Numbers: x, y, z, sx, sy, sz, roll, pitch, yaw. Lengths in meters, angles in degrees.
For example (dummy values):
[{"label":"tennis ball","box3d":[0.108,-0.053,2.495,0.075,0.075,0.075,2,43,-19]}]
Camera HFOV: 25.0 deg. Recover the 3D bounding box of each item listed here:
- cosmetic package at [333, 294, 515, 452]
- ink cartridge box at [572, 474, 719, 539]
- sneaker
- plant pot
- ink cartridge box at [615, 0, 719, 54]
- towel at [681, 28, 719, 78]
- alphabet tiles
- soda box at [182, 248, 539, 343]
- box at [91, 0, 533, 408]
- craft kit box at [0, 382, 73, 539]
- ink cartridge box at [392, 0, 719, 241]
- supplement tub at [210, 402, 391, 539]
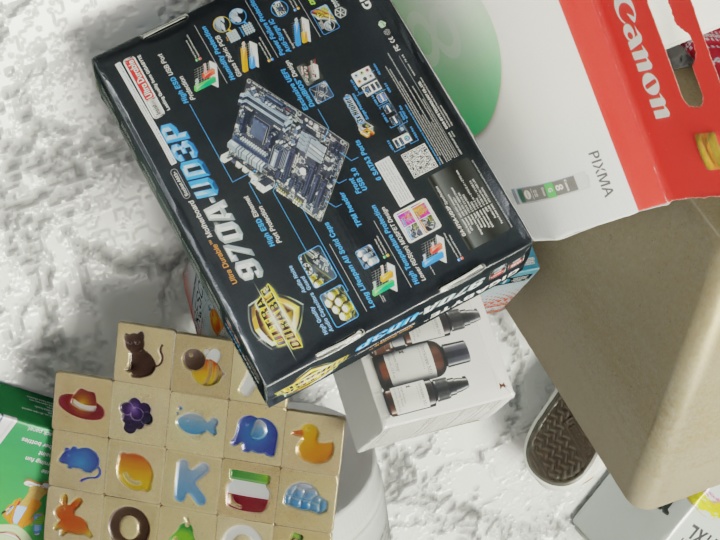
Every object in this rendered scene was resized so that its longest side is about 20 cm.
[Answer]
[{"label":"cosmetic package","box3d":[0.011,-0.010,0.890,0.082,0.202,0.051,-11,163,-24]},{"label":"ink cartridge box","box3d":[0.275,0.156,1.190,0.145,0.083,0.201,32,99,-38]},{"label":"sneaker","box3d":[0.179,0.063,1.109,0.201,0.073,0.085,-52,163,-3]},{"label":"plant pot","box3d":[0.214,-0.014,0.957,0.198,0.201,0.178,-15,141,-19]},{"label":"ink cartridge box","box3d":[0.191,-0.228,0.872,0.198,0.147,0.146,-22,113,-15]},{"label":"towel","box3d":[0.252,-0.138,0.941,0.143,0.201,0.023,-11,137,-21]},{"label":"alphabet tiles","box3d":[-0.096,0.133,0.908,0.164,0.006,0.203,8,103,6]},{"label":"soda box","box3d":[0.000,0.000,0.950,0.198,0.064,0.068,-11,159,-24]},{"label":"box","box3d":[-0.026,-0.055,0.844,0.158,0.201,0.046,-28,166,-11]},{"label":"craft kit box","box3d":[-0.276,0.143,0.913,0.199,0.049,0.199,21,108,-35]},{"label":"ink cartridge box","box3d":[0.102,-0.098,0.850,0.050,0.199,0.163,-28,101,-24]},{"label":"supplement tub","box3d":[-0.041,0.200,1.015,0.131,0.132,0.202,-18,124,-18]}]
